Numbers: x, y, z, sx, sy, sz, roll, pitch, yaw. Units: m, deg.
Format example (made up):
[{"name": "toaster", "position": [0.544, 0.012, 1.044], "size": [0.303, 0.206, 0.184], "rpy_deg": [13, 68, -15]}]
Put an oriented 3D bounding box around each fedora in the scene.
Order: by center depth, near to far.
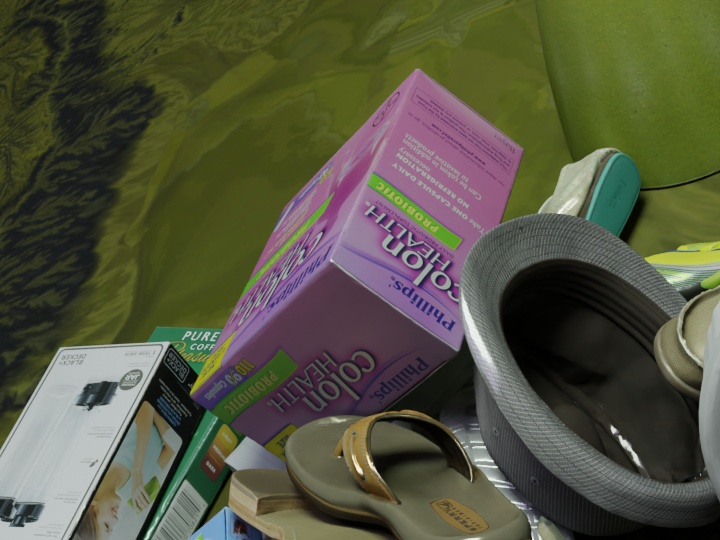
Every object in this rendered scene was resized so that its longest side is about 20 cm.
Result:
[{"name": "fedora", "position": [0.126, 0.072, 0.775], "size": [0.177, 0.090, 0.200], "rpy_deg": [-25, 67, -42]}]

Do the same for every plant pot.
[{"name": "plant pot", "position": [0.202, -0.196, 0.979], "size": [0.187, 0.200, 0.187], "rpy_deg": [-21, 37, 17]}]

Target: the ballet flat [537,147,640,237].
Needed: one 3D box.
[{"name": "ballet flat", "position": [0.138, -0.006, 0.933], "size": [0.062, 0.067, 0.200], "rpy_deg": [-11, 35, 43]}]

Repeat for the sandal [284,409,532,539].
[{"name": "sandal", "position": [0.024, 0.108, 0.742], "size": [0.080, 0.054, 0.200], "rpy_deg": [-18, 19, -24]}]

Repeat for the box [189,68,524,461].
[{"name": "box", "position": [0.000, 0.000, 0.884], "size": [0.176, 0.097, 0.200], "rpy_deg": [-43, 18, 43]}]

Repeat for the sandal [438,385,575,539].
[{"name": "sandal", "position": [0.087, 0.157, 0.792], "size": [0.082, 0.050, 0.203], "rpy_deg": [-6, 49, 10]}]

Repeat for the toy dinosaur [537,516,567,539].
[{"name": "toy dinosaur", "position": [0.177, 0.187, 0.660], "size": [0.200, 0.047, 0.088], "rpy_deg": [12, 55, 12]}]

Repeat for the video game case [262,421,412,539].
[{"name": "video game case", "position": [-0.034, 0.205, 0.808], "size": [0.200, 0.024, 0.182], "rpy_deg": [-40, 33, 20]}]

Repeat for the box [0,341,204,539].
[{"name": "box", "position": [-0.199, 0.147, 0.939], "size": [0.117, 0.060, 0.200], "rpy_deg": [-6, 45, 33]}]

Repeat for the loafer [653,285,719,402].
[{"name": "loafer", "position": [0.257, 0.018, 0.745], "size": [0.200, 0.067, 0.076], "rpy_deg": [-16, 53, -11]}]

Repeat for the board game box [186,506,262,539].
[{"name": "board game box", "position": [-0.113, 0.261, 0.796], "size": [0.151, 0.037, 0.200], "rpy_deg": [-42, 33, 24]}]

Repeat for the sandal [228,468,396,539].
[{"name": "sandal", "position": [-0.022, 0.173, 0.759], "size": [0.212, 0.078, 0.070], "rpy_deg": [-160, 76, -64]}]

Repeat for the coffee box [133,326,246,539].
[{"name": "coffee box", "position": [-0.147, 0.130, 1.006], "size": [0.123, 0.044, 0.200], "rpy_deg": [-2, 47, 37]}]

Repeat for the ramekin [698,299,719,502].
[{"name": "ramekin", "position": [0.260, 0.055, 0.657], "size": [0.202, 0.203, 0.094], "rpy_deg": [-25, 15, 12]}]

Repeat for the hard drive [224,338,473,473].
[{"name": "hard drive", "position": [0.011, 0.090, 0.946], "size": [0.200, 0.026, 0.132], "rpy_deg": [-46, 38, -16]}]

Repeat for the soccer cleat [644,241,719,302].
[{"name": "soccer cleat", "position": [0.233, 0.000, 0.846], "size": [0.200, 0.065, 0.084], "rpy_deg": [-17, 32, 22]}]
